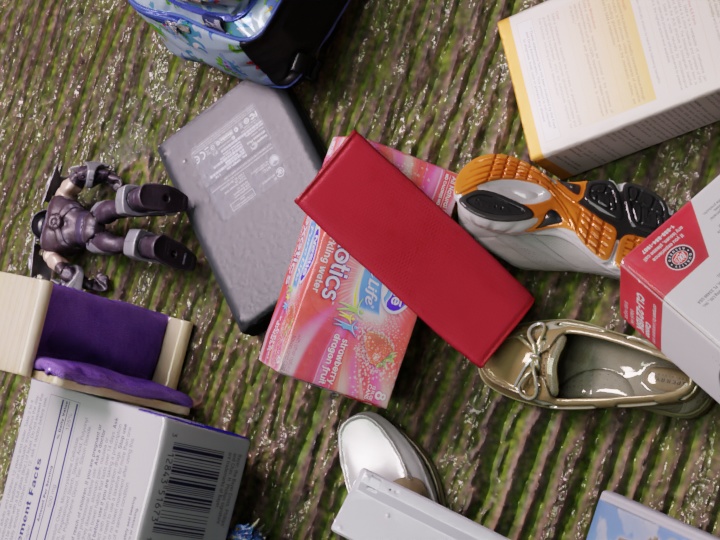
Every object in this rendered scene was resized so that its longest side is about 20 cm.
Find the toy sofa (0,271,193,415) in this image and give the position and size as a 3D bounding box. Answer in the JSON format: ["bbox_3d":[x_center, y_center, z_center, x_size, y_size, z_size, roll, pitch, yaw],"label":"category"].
[{"bbox_3d":[-0.224,0.064,1.562,0.097,0.199,0.084,10,84,35],"label":"toy sofa"}]

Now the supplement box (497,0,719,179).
[{"bbox_3d":[0.221,-0.168,1.439,0.198,0.073,0.127,-20,71,24],"label":"supplement box"}]

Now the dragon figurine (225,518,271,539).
[{"bbox_3d":[-0.037,0.262,1.502,0.198,0.059,0.101,3,82,30],"label":"dragon figurine"}]

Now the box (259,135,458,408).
[{"bbox_3d":[0.000,0.000,1.492,0.102,0.095,0.202,20,89,-14],"label":"box"}]

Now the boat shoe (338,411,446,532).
[{"bbox_3d":[0.030,0.201,1.472,0.074,0.068,0.201,-35,66,17],"label":"boat shoe"}]

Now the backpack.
[{"bbox_3d":[-0.113,-0.276,1.591,0.199,0.147,0.184,17,72,38],"label":"backpack"}]

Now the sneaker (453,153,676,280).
[{"bbox_3d":[0.169,-0.029,1.448,0.198,0.092,0.076,20,66,8],"label":"sneaker"}]

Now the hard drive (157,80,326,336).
[{"bbox_3d":[-0.087,-0.063,1.607,0.139,0.033,0.201,-34,66,18],"label":"hard drive"}]

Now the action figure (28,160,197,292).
[{"bbox_3d":[-0.238,-0.037,1.666,0.199,0.069,0.132,2,87,43],"label":"action figure"}]

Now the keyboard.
[{"bbox_3d":[0.075,0.221,1.417,0.198,0.011,0.057,24,82,17],"label":"keyboard"}]

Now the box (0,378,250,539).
[{"bbox_3d":[-0.211,0.206,1.554,0.199,0.104,0.186,10,85,45],"label":"box"}]

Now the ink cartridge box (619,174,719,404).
[{"bbox_3d":[0.307,0.032,1.318,0.144,0.084,0.200,-38,61,-15],"label":"ink cartridge box"}]

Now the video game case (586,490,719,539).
[{"bbox_3d":[0.208,0.272,1.329,0.200,0.022,0.184,16,88,64],"label":"video game case"}]

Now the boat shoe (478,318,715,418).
[{"bbox_3d":[0.178,0.076,1.420,0.199,0.063,0.074,10,85,29],"label":"boat shoe"}]

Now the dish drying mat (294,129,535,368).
[{"bbox_3d":[0.044,-0.016,1.437,0.200,0.018,0.077,42,84,-6],"label":"dish drying mat"}]
